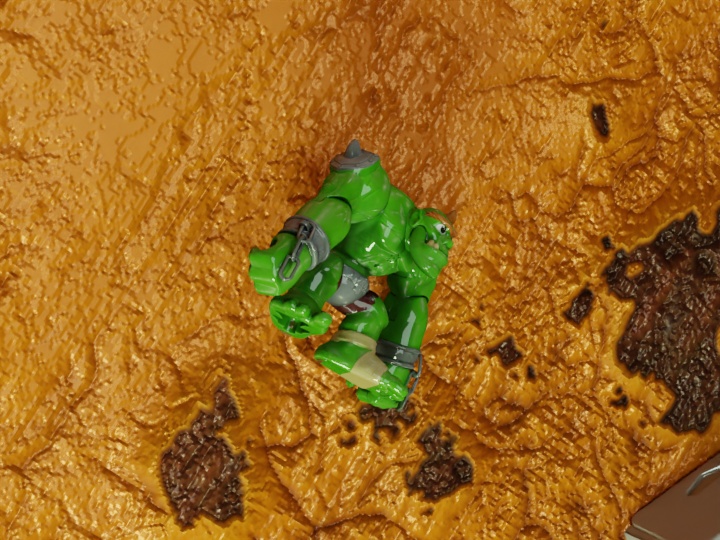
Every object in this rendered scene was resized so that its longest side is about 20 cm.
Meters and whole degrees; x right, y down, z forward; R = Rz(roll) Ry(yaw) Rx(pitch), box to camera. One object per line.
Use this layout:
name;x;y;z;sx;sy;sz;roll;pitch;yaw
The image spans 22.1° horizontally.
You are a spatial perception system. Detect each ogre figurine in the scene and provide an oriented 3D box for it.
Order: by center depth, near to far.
ogre figurine;0.000;0.000;1.168;0.200;0.098;0.120;37;70;-36

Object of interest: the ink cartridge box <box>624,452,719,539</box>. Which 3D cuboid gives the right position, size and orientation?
ink cartridge box;0.304;0.242;1.380;0.144;0.085;0.201;-33;111;-20
